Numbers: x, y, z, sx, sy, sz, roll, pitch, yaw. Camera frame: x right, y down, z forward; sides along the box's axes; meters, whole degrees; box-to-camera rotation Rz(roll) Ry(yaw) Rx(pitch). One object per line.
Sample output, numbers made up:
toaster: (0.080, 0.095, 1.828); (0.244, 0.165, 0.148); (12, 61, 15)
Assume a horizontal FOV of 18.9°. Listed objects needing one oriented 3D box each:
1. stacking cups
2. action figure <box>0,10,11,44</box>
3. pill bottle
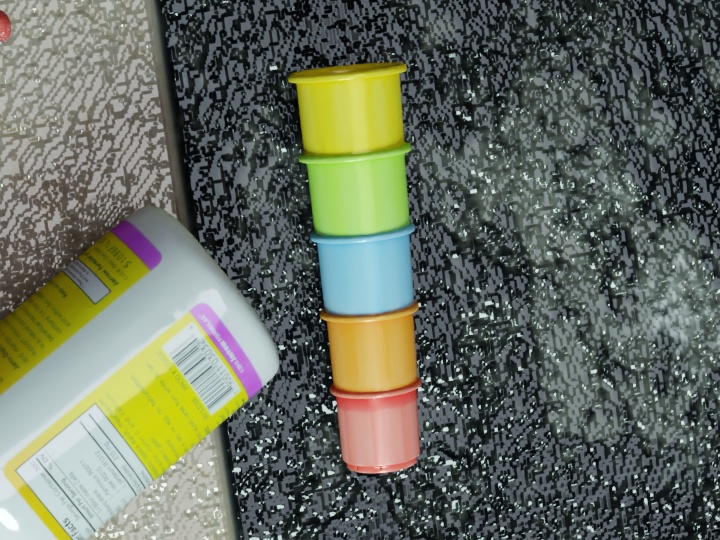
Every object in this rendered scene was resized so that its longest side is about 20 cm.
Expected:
stacking cups: (0.000, 0.000, 1.076); (0.060, 0.060, 0.202); (-6, 98, -17)
action figure: (-0.248, -0.086, 0.972); (0.198, 0.099, 0.066); (-19, 97, -18)
pill bottle: (-0.142, 0.069, 1.015); (0.200, 0.104, 0.105); (-40, 105, -10)
